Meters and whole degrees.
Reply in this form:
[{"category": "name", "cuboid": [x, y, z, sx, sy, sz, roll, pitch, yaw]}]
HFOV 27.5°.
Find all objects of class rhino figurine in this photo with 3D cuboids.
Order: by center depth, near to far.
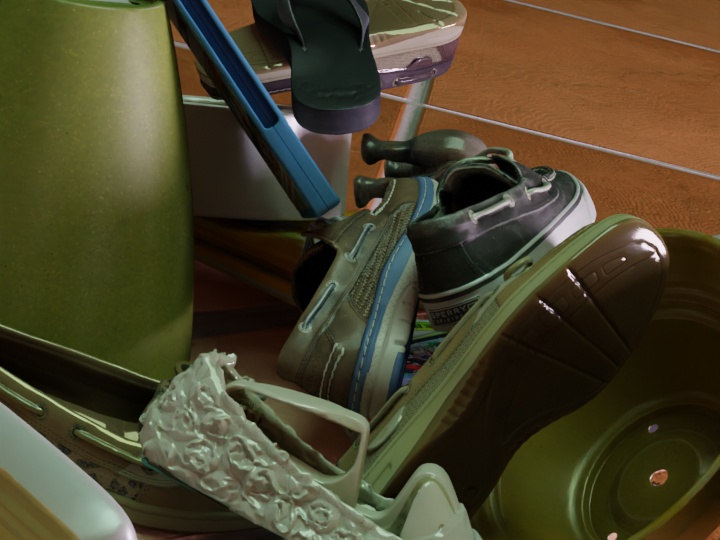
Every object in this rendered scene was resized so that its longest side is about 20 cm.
[{"category": "rhino figurine", "cuboid": [0.058, -0.055, 0.989, 0.087, 0.060, 0.200, -1, -5, 13]}]

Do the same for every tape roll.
[{"category": "tape roll", "cuboid": [-0.107, -0.081, 1.001, 0.201, 0.071, 0.202, 6, 8, -1]}]

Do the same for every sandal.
[{"category": "sandal", "cuboid": [-0.024, -0.161, 0.965, 0.076, 0.043, 0.201, -9, 40, -11]}]

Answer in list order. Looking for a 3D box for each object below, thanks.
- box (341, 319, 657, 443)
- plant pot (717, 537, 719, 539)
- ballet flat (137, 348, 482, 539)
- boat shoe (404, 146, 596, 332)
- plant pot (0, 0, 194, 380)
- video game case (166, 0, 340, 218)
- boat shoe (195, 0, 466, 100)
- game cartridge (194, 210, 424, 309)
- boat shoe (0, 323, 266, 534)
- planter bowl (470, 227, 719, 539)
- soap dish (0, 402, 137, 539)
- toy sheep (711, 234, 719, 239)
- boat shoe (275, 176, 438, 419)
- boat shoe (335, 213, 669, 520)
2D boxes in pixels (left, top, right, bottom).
[{"category": "box", "cuboid": [0.076, 0.068, 0.852, 0.199, 0.035, 0.110, 2, 24, -26]}, {"category": "plant pot", "cuboid": [0.250, 0.120, 0.612, 0.183, 0.202, 0.200, 20, 22, 26]}, {"category": "ballet flat", "cuboid": [-0.002, 0.099, 0.622, 0.199, 0.072, 0.072, 30, 23, 4]}, {"category": "boat shoe", "cuboid": [0.076, -0.032, 0.789, 0.070, 0.064, 0.200, -18, 11, 24]}, {"category": "plant pot", "cuboid": [-0.166, -0.057, 0.791, 0.186, 0.201, 0.187, 12, 22, -5]}, {"category": "video game case", "cuboid": [-0.077, -0.117, 0.830, 0.018, 0.201, 0.143, -34, 4, -4]}, {"category": "boat shoe", "cuboid": [-0.017, -0.144, 1.032, 0.199, 0.065, 0.072, -18, 41, -20]}, {"category": "game cartridge", "cuboid": [0.002, -0.011, 0.968, 0.199, 0.033, 0.176, -4, 16, -37]}, {"category": "boat shoe", "cuboid": [-0.117, 0.071, 0.691, 0.199, 0.063, 0.073, 13, 20, -3]}, {"category": "planter bowl", "cuboid": [0.128, 0.083, 0.720, 0.083, 0.200, 0.201, 45, 4, -31]}, {"category": "soap dish", "cuboid": [-0.152, 0.105, 0.478, 0.081, 0.158, 0.200, -28, 43, -36]}, {"category": "toy sheep", "cuboid": [0.231, 0.040, 0.896, 0.137, 0.139, 0.200, 5, 8, -21]}, {"category": "boat shoe", "cuboid": [0.000, 0.000, 0.802, 0.072, 0.073, 0.200, 14, 30, 1]}, {"category": "boat shoe", "cuboid": [0.061, 0.049, 0.694, 0.073, 0.201, 0.063, 35, 5, -34]}]
